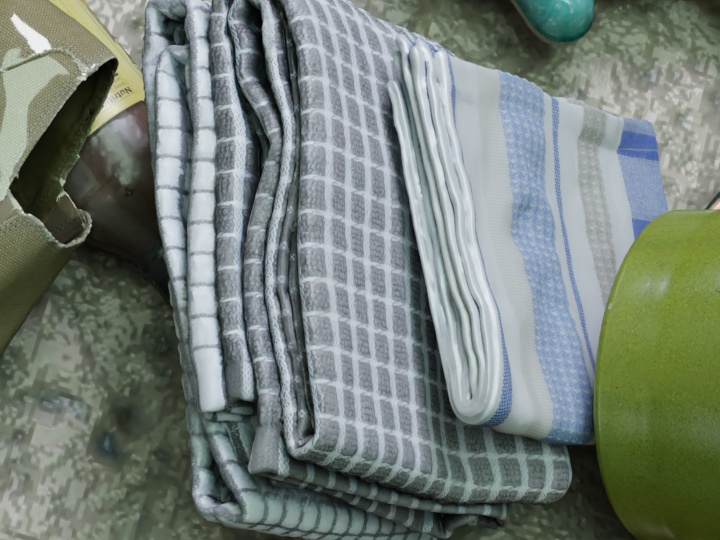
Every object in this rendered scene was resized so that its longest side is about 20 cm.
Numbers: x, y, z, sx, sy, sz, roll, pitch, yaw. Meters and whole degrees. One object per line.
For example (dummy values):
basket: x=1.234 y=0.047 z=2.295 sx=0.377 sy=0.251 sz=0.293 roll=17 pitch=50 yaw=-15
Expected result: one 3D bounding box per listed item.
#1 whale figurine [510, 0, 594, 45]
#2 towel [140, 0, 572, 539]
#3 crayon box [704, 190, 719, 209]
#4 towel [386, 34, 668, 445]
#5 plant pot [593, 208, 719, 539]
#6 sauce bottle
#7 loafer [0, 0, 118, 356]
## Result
whale figurine: x=0.107 y=-0.169 z=1.105 sx=0.200 sy=0.104 sz=0.159 roll=22 pitch=69 yaw=-5
towel: x=0.000 y=0.000 z=0.990 sx=0.085 sy=0.166 sz=0.200 roll=-16 pitch=71 yaw=28
crayon box: x=0.242 y=-0.044 z=1.125 sx=0.127 sy=0.051 sz=0.200 roll=41 pitch=69 yaw=2
towel: x=0.078 y=-0.005 z=1.021 sx=0.024 sy=0.200 sz=0.147 roll=-18 pitch=74 yaw=29
plant pot: x=0.197 y=0.048 z=0.983 sx=0.193 sy=0.200 sz=0.201 roll=4 pitch=67 yaw=30
sauce bottle: x=-0.107 y=-0.054 z=1.044 sx=0.065 sy=0.065 sz=0.200 roll=-37 pitch=86 yaw=-20
loafer: x=-0.141 y=-0.008 z=0.983 sx=0.067 sy=0.076 sz=0.200 roll=15 pitch=97 yaw=14
